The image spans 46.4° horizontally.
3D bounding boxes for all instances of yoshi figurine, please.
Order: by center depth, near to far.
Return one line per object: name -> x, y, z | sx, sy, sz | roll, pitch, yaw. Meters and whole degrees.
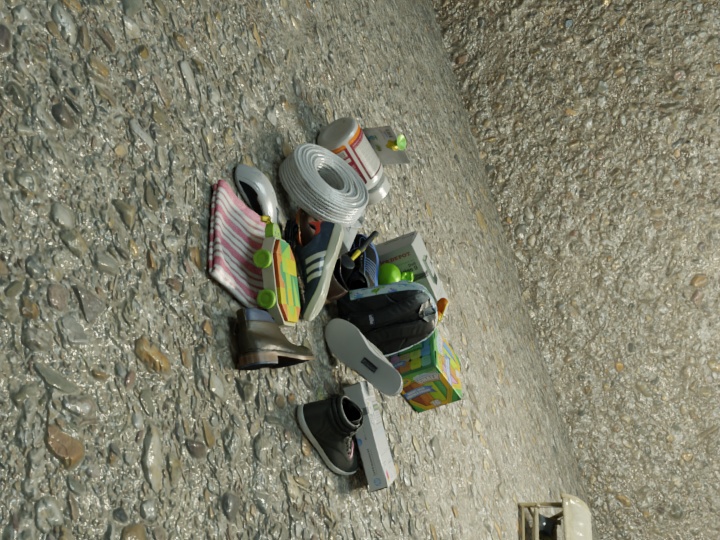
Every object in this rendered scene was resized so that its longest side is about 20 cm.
yoshi figurine -> 0.102, 0.051, 1.921 | 0.113, 0.197, 0.113 | -63, 170, -12

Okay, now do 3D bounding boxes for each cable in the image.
cable -> -0.075, -0.178, 1.758 | 0.198, 0.069, 0.201 | -7, 57, -54

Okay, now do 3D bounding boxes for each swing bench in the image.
swing bench -> 0.578, 0.779, 2.470 | 0.131, 0.197, 0.200 | 59, 24, -26

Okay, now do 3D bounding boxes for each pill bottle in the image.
pill bottle -> -0.013, -0.257, 2.011 | 0.201, 0.108, 0.111 | 55, 26, -36

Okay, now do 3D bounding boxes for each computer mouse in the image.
computer mouse -> -0.172, -0.119, 1.597 | 0.202, 0.043, 0.111 | 59, 25, -28

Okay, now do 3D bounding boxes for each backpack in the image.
backpack -> 0.064, 0.096, 1.776 | 0.154, 0.196, 0.166 | -60, 134, -76

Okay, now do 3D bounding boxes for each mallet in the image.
mallet -> -0.005, -0.042, 1.835 | 0.041, 0.066, 0.200 | 36, 47, 4

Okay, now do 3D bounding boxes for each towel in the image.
towel -> -0.210, -0.042, 1.461 | 0.146, 0.029, 0.203 | 45, 34, -48

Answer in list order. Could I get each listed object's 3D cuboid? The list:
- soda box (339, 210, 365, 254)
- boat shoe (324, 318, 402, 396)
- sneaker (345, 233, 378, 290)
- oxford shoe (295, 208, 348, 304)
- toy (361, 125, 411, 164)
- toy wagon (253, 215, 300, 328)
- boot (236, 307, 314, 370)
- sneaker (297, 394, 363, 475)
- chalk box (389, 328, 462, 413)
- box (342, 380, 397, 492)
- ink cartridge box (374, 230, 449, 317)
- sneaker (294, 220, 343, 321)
soda box -> -0.047, -0.102, 1.854 | 0.064, 0.067, 0.201 | 59, 24, -21
boat shoe -> 0.010, 0.176, 1.689 | 0.199, 0.072, 0.066 | 37, -5, 16
sneaker -> 0.000, 0.000, 1.884 | 0.078, 0.069, 0.204 | 43, 34, -58
oxford shoe -> -0.077, -0.037, 1.720 | 0.071, 0.072, 0.204 | -13, 84, -68
toy -> 0.032, -0.312, 2.049 | 0.047, 0.198, 0.116 | -54, 128, -27
toy wagon -> -0.148, -0.001, 1.498 | 0.155, 0.039, 0.205 | 29, 54, -77
boot -> -0.143, 0.114, 1.433 | 0.199, 0.074, 0.099 | 10, 66, -64
sneaker -> -0.027, 0.302, 1.528 | 0.201, 0.098, 0.071 | 57, 23, -35
chalk box -> 0.144, 0.221, 1.980 | 0.200, 0.123, 0.126 | 50, 29, -40
box -> 0.021, 0.322, 1.658 | 0.156, 0.040, 0.204 | 33, 40, -80
ink cartridge box -> 0.108, 0.028, 2.022 | 0.203, 0.144, 0.084 | 63, 24, -16
sneaker -> -0.097, -0.003, 1.648 | 0.075, 0.083, 0.204 | 88, 18, -73
